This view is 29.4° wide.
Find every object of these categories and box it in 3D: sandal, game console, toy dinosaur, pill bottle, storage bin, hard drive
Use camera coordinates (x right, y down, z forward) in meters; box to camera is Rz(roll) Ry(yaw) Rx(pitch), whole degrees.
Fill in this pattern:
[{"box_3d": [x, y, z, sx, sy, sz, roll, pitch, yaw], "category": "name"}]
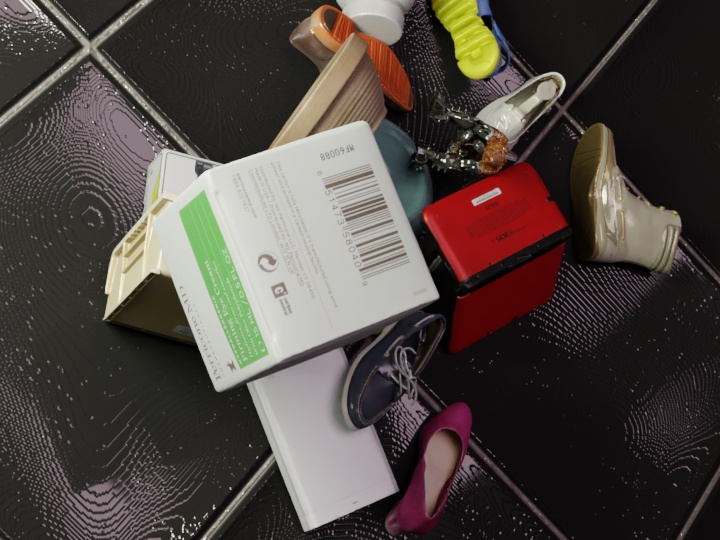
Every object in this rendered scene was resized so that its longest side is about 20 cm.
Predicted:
[{"box_3d": [0.157, -0.347, 1.925, 0.087, 0.079, 0.201, 18, 55, -57], "category": "sandal"}, {"box_3d": [0.167, -0.019, 1.784, 0.199, 0.119, 0.173, -26, 81, -33], "category": "game console"}, {"box_3d": [0.146, -0.165, 1.761, 0.135, 0.200, 0.103, 17, 80, -9], "category": "toy dinosaur"}, {"box_3d": [0.022, -0.406, 1.841, 0.112, 0.112, 0.201, 15, 66, -23], "category": "pill bottle"}, {"box_3d": [-0.166, 0.017, 1.538, 0.199, 0.198, 0.094, 17, 64, -22], "category": "storage bin"}, {"box_3d": [-0.046, 0.193, 1.642, 0.131, 0.026, 0.201, -18, 82, -32], "category": "hard drive"}]

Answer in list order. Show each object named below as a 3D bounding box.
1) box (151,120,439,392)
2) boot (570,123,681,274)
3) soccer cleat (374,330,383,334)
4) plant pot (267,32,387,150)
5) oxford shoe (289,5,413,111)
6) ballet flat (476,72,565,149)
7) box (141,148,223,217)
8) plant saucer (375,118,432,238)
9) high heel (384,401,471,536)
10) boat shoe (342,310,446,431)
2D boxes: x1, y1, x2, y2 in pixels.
[{"box_3d": [-0.069, -0.012, 1.383, 0.199, 0.171, 0.200, -20, 85, -30], "category": "box"}, {"box_3d": [0.379, -0.100, 1.948, 0.154, 0.072, 0.202, 10, 73, -24], "category": "boot"}, {"box_3d": [-0.004, -0.019, 1.717, 0.065, 0.083, 0.202, -26, 109, -57], "category": "soccer cleat"}, {"box_3d": [-0.032, -0.182, 1.677, 0.092, 0.201, 0.201, 35, 59, -8], "category": "plant pot"}, {"box_3d": [-0.008, -0.270, 1.810, 0.200, 0.073, 0.072, 38, 44, -32], "category": "oxford shoe"}, {"box_3d": [0.218, -0.220, 1.908, 0.070, 0.069, 0.200, 51, 58, -3], "category": "ballet flat"}, {"box_3d": [-0.160, -0.061, 1.651, 0.199, 0.060, 0.118, 15, 66, -23], "category": "box"}, {"box_3d": [0.015, -0.122, 1.782, 0.199, 0.036, 0.202, 10, 68, -26], "category": "plant saucer"}, {"box_3d": [0.099, 0.233, 1.663, 0.067, 0.096, 0.200, 43, 58, -7], "category": "high heel"}, {"box_3d": [0.044, 0.120, 1.672, 0.200, 0.061, 0.075, -48, 126, -45], "category": "boat shoe"}]
